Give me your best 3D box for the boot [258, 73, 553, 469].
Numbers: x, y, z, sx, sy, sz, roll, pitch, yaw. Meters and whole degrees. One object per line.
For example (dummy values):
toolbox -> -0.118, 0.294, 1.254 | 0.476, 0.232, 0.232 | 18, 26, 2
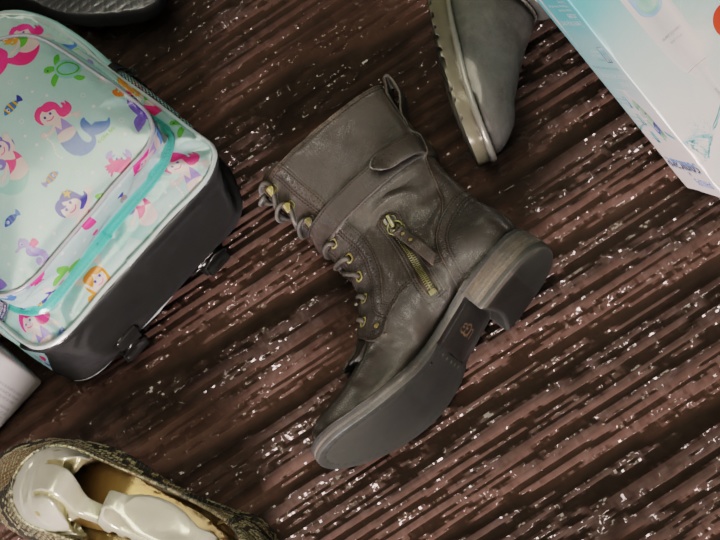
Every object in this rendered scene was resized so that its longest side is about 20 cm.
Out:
boot -> 0.000, 0.000, 1.377 | 0.200, 0.069, 0.174 | -46, 63, -7

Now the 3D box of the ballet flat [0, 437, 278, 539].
ballet flat -> -0.142, 0.138, 1.356 | 0.199, 0.075, 0.068 | 17, 79, 18

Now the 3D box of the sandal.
sandal -> -0.204, -0.191, 1.495 | 0.199, 0.043, 0.077 | 8, 68, 26

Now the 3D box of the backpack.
backpack -> -0.195, -0.057, 1.395 | 0.200, 0.151, 0.178 | 40, 84, 27

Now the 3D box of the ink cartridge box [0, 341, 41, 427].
ink cartridge box -> -0.304, 0.098, 1.370 | 0.083, 0.145, 0.200 | 40, 86, 22

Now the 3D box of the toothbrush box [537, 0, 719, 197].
toothbrush box -> 0.190, -0.163, 1.316 | 0.146, 0.085, 0.200 | -40, 101, -1

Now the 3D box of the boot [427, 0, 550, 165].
boot -> 0.140, -0.167, 1.391 | 0.198, 0.073, 0.183 | -11, 73, 3
